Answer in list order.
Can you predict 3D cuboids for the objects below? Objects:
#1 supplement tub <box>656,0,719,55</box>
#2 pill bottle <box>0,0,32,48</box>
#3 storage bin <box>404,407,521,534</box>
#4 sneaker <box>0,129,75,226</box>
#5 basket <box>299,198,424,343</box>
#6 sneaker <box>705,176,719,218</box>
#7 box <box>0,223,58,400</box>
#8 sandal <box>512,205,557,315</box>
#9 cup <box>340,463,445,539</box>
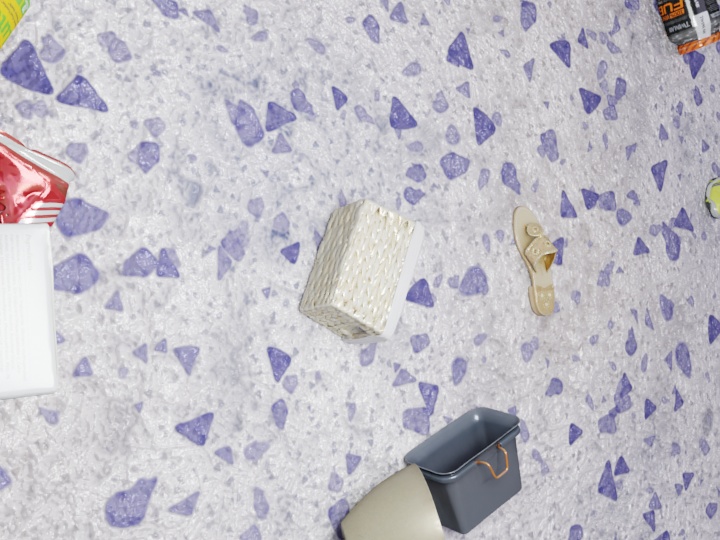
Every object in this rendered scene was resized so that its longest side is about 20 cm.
[{"bbox_3d":[0.730,-0.597,2.014,0.121,0.122,0.204,-25,98,-33],"label":"supplement tub"},{"bbox_3d":[-0.510,-0.302,1.135,0.110,0.110,0.203,35,67,-26],"label":"pill bottle"},{"bbox_3d":[0.196,0.347,1.537,0.198,0.144,0.137,-28,110,-33],"label":"storage bin"},{"bbox_3d":[-0.474,-0.114,1.159,0.197,0.078,0.118,22,71,-29],"label":"sneaker"},{"bbox_3d":[0.000,0.000,1.439,0.122,0.135,0.203,27,70,-24],"label":"basket"},{"bbox_3d":[0.867,-0.197,2.089,0.200,0.076,0.076,-47,111,-28],"label":"sneaker"},{"bbox_3d":[-0.470,0.055,1.068,0.169,0.198,0.205,-1,85,-34],"label":"box"},{"bbox_3d":[0.352,-0.023,1.718,0.076,0.069,0.217,-11,91,-34],"label":"sandal"},{"bbox_3d":[0.049,0.421,1.405,0.140,0.200,0.205,-15,93,-7],"label":"cup"}]
